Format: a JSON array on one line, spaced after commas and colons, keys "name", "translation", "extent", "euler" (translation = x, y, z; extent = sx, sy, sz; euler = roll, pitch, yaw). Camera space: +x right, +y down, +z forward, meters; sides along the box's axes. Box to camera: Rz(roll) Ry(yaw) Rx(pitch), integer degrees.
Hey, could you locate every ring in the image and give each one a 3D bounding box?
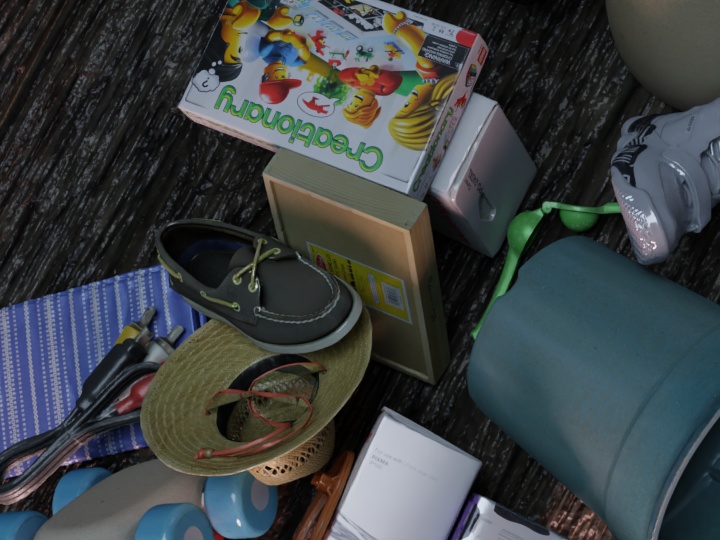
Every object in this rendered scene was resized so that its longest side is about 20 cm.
[{"name": "ring", "translation": [-0.057, 0.218, 1.430], "extent": [0.019, 0.200, 0.202], "euler": [26, 85, -2]}]

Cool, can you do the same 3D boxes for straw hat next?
[{"name": "straw hat", "translation": [-0.061, 0.108, 1.446], "extent": [0.199, 0.085, 0.202], "euler": [-20, 33, 13]}]

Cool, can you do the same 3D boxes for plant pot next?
[{"name": "plant pot", "translation": [0.193, 0.086, 1.384], "extent": [0.196, 0.200, 0.201], "euler": [35, 89, 32]}, {"name": "plant pot", "translation": [0.267, -0.230, 1.459], "extent": [0.198, 0.134, 0.202], "euler": [-5, 74, 18]}]

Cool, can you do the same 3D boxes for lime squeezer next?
[{"name": "lime squeezer", "translation": [0.157, -0.024, 1.498], "extent": [0.199, 0.038, 0.071], "euler": [-30, 69, 10]}]

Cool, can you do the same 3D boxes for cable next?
[{"name": "cable", "translation": [-0.207, 0.121, 1.554], "extent": [0.200, 0.050, 0.097], "euler": [-49, 50, 0]}]

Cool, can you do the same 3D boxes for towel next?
[{"name": "towel", "translation": [-0.213, 0.081, 1.615], "extent": [0.198, 0.024, 0.146], "euler": [-14, 74, 18]}]

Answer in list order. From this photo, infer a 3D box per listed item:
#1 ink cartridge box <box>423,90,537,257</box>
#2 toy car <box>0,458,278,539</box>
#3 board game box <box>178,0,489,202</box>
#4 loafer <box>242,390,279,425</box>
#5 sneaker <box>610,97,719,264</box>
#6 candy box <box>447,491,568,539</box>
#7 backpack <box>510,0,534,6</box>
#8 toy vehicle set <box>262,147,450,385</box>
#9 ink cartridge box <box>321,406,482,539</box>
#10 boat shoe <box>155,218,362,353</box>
[{"name": "ink cartridge box", "translation": [0.023, -0.103, 1.507], "extent": [0.199, 0.145, 0.084], "euler": [26, 82, 24]}, {"name": "toy car", "translation": [-0.158, 0.259, 1.498], "extent": [0.183, 0.177, 0.202], "euler": [-7, 103, 31]}, {"name": "board game box", "translation": [-0.021, -0.139, 1.433], "extent": [0.199, 0.035, 0.127], "euler": [21, 82, 23]}, {"name": "loafer", "translation": [-0.087, 0.071, 1.545], "extent": [0.063, 0.072, 0.202], "euler": [-23, 73, 17]}, {"name": "sneaker", "translation": [0.243, -0.072, 1.404], "extent": [0.114, 0.200, 0.076], "euler": [-16, 109, 17]}, {"name": "candy box", "translation": [0.066, 0.260, 1.380], "extent": [0.071, 0.168, 0.201], "euler": [25, 85, 2]}, {"name": "backpack", "translation": [0.150, -0.324, 1.533], "extent": [0.163, 0.153, 0.201], "euler": [47, 116, 29]}, {"name": "toy vehicle set", "translation": [0.000, 0.000, 1.463], "extent": [0.123, 0.201, 0.027], "euler": [23, 61, 22]}, {"name": "ink cartridge box", "translation": [0.008, 0.207, 1.424], "extent": [0.082, 0.147, 0.201], "euler": [26, 86, 2]}, {"name": "boat shoe", "translation": [-0.080, 0.007, 1.456], "extent": [0.201, 0.060, 0.072], "euler": [17, 62, 47]}]
